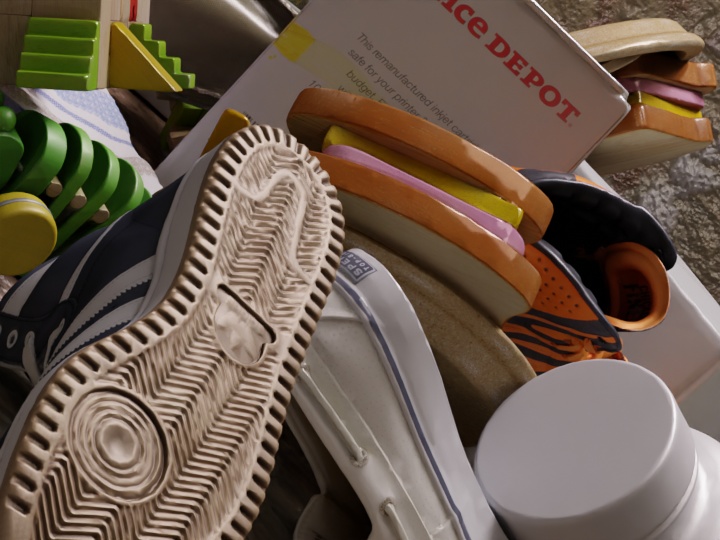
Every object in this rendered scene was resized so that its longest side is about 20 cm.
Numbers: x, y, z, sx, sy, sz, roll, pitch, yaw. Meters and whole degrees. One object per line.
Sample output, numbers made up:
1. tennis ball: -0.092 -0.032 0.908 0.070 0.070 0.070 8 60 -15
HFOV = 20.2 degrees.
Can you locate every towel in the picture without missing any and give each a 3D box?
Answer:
1. towel: -0.153 -0.090 0.925 0.147 0.024 0.200 39 12 -39

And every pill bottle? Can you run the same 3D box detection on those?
1. pill bottle: 0.118 0.131 0.819 0.200 0.111 0.111 60 0 -37

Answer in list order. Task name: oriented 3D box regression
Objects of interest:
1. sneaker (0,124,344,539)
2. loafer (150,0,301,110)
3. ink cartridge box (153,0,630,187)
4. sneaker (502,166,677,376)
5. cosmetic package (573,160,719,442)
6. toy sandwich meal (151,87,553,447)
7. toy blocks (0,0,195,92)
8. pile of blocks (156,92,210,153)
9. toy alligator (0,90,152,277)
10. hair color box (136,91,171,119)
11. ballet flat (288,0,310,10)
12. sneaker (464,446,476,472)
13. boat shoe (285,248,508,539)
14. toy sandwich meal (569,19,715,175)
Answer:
1. sneaker: -0.078 0.045 0.595 0.070 0.108 0.200 47 39 -18
2. loafer: -0.113 -0.136 1.031 0.200 0.075 0.070 22 1 0
3. ink cartridge box: 0.014 -0.058 0.975 0.145 0.200 0.083 45 9 2
4. sneaker: 0.097 0.034 0.892 0.112 0.078 0.200 3 -39 47
5. cosmetic package: 0.118 0.057 1.104 0.167 0.166 0.200 37 15 -51
6. toy sandwich meal: 0.000 0.000 0.839 0.205 0.070 0.205 25 -20 10
7. toy blocks: -0.113 -0.142 0.789 0.100 0.137 0.200 3 6 0
8. pile of blocks: -0.061 -0.042 1.090 0.200 0.082 0.062 59 -31 16
9. toy alligator: -0.127 -0.038 0.718 0.200 0.054 0.059 38 13 -47
10. hair color box: -0.102 -0.156 1.169 0.200 0.111 0.064 40 12 -36
11. ballet flat: -0.003 -0.113 1.084 0.071 0.071 0.200 37 33 -50
12. sneaker: 0.093 0.154 0.945 0.200 0.073 0.085 40 35 -45
13. boat shoe: 0.008 0.094 0.751 0.071 0.070 0.200 23 -42 59
14. toy sandwich meal: 0.116 -0.089 1.181 0.205 0.205 0.070 -2 77 -78
